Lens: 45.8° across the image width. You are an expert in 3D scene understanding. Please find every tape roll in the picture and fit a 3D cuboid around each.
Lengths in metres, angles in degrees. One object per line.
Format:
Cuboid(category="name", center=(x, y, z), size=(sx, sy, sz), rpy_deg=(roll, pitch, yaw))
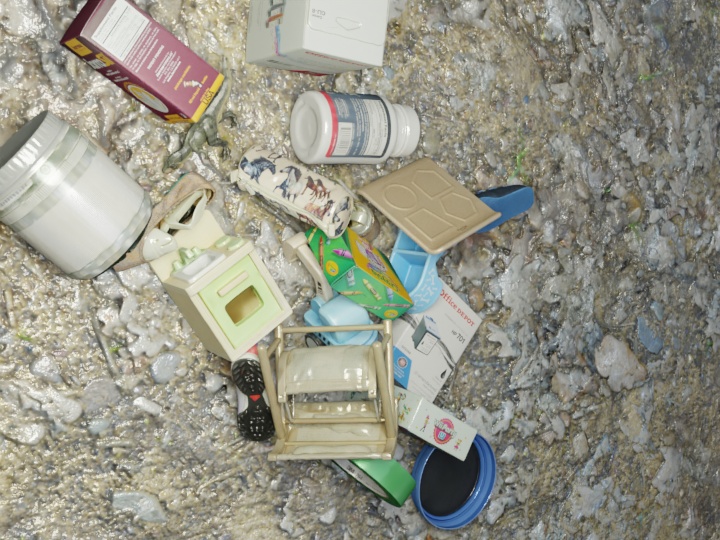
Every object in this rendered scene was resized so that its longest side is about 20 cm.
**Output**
Cuboid(category="tape roll", center=(0.003, 0.328, 1.470), size=(0.048, 0.200, 0.201), rpy_deg=(-50, 120, -18))

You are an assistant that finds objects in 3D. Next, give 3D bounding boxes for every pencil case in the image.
Cuboid(category="pencil case", center=(-0.104, -0.122, 1.345), size=(0.089, 0.200, 0.078), rpy_deg=(-49, 159, -35))

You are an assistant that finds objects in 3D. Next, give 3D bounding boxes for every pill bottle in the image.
Cuboid(category="pill bottle", center=(-0.006, -0.237, 1.434), size=(0.199, 0.119, 0.120), rpy_deg=(-4, 99, -34))

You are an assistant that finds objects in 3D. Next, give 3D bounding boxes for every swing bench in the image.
Cuboid(category="swing bench", center=(-0.046, 0.192, 1.356), size=(0.198, 0.130, 0.201), rpy_deg=(-2, 104, 11))

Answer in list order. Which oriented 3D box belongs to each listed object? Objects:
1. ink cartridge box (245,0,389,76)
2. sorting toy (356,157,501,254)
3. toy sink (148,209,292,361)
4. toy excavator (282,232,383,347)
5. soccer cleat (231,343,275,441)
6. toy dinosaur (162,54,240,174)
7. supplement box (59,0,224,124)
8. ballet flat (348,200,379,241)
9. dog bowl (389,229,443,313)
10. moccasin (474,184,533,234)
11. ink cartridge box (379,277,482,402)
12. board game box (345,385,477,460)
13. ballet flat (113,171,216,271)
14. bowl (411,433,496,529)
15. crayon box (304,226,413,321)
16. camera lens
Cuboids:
Cuboid(category="ink cartridge box", center=(-0.068, -0.390, 1.322), size=(0.145, 0.200, 0.145), rpy_deg=(4, 95, -34))
Cuboid(category="sorting toy", center=(0.118, -0.112, 1.491), size=(0.185, 0.200, 0.037), rpy_deg=(-30, 148, -38))
Cuboid(category="toy sink", center=(-0.220, 0.020, 1.332), size=(0.130, 0.112, 0.200), rpy_deg=(-39, 116, -23))
Cuboid(category="toy excavator", center=(-0.051, 0.052, 1.447), size=(0.100, 0.194, 0.200), rpy_deg=(-31, 140, -26))
Cuboid(category="soccer cleat", center=(-0.174, 0.198, 1.408), size=(0.068, 0.073, 0.200), rpy_deg=(-4, 127, 0))
Cuboid(category="toy dinosaur", center=(-0.228, -0.223, 1.322), size=(0.088, 0.047, 0.200), rpy_deg=(30, 90, -51))
Cuboid(category="supplement box", center=(-0.312, -0.303, 1.226), size=(0.200, 0.110, 0.086), rpy_deg=(36, 77, -31))
Cuboid(category="ballet flat", center=(-0.031, -0.098, 1.458), size=(0.200, 0.067, 0.068), rpy_deg=(23, 81, -34))
Cuboid(category="dog bowl", center=(0.105, -0.025, 1.532), size=(0.050, 0.111, 0.201), rpy_deg=(29, 76, -43))
Cuboid(category="moccasin", center=(0.245, -0.118, 1.650), size=(0.199, 0.068, 0.081), rpy_deg=(-14, 112, -30))
Cuboid(category="ink cartridge box", center=(0.113, 0.127, 1.585), size=(0.146, 0.086, 0.200), rpy_deg=(42, 75, -30))
Cuboid(category="board game box", center=(0.086, 0.256, 1.515), size=(0.147, 0.200, 0.064), rpy_deg=(34, 77, -31))
Cuboid(category="ballet flat", center=(-0.290, -0.068, 1.284), size=(0.200, 0.067, 0.068), rpy_deg=(-54, 157, -20))
Cuboid(category="bowl", center=(0.184, 0.412, 1.699), size=(0.200, 0.039, 0.201), rpy_deg=(-5, 99, -32))
Cuboid(category="crayon box", center=(0.000, 0.000, 1.428), size=(0.058, 0.119, 0.200), rpy_deg=(-37, 145, 13))
Cuboid(category="camera lens", center=(-0.399, -0.097, 1.167), size=(0.200, 0.160, 0.160), rpy_deg=(46, 72, -29))
